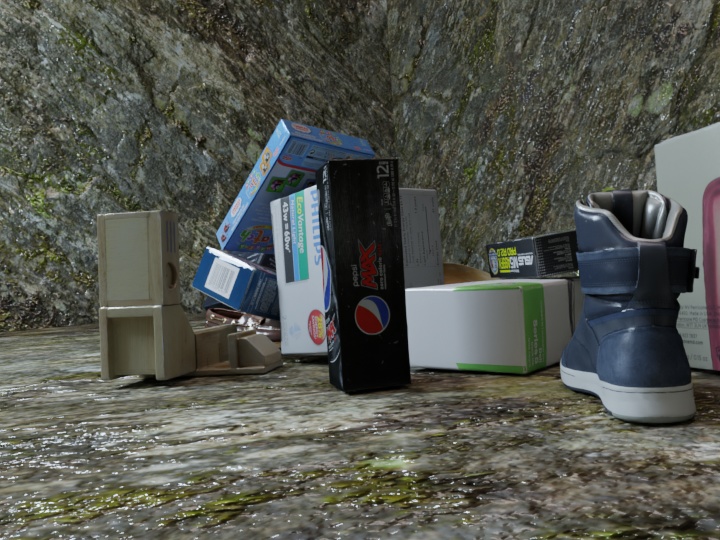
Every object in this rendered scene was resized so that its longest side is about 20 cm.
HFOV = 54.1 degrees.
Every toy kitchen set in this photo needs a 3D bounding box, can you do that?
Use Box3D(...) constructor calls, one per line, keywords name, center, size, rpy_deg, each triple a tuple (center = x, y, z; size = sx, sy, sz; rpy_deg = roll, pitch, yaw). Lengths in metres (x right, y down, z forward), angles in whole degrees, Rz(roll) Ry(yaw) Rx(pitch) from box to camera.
Box3D(name="toy kitchen set", center=(-0.184, 0.030, 0.836), size=(0.158, 0.186, 0.200), rpy_deg=(-3, -1, 12))

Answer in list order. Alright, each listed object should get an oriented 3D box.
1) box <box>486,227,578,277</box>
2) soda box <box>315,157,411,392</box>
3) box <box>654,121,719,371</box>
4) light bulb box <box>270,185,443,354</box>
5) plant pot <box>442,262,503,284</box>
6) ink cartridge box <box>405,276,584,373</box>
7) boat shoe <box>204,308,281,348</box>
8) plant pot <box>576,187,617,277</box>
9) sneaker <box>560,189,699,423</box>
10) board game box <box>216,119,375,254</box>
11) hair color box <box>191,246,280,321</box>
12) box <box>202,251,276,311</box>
Box3D(name="box", center=(0.263, -0.029, 0.822), size=(0.194, 0.046, 0.160), rpy_deg=(-10, 2, -9))
Box3D(name="soda box", center=(0.001, 0.003, 0.650), size=(0.069, 0.207, 0.063), rpy_deg=(-3, -1, -14))
Box3D(name="box", center=(0.342, -0.020, 0.602), size=(0.124, 0.207, 0.109), rpy_deg=(-4, -1, -12))
Box3D(name="light bulb box", center=(0.000, 0.000, 0.917), size=(0.196, 0.205, 0.123), rpy_deg=(-2, -5, -39))
Box3D(name="plant pot", center=(0.204, 0.046, 1.154), size=(0.195, 0.028, 0.201), rpy_deg=(20, 20, -7))
Box3D(name="ink cartridge box", center=(0.160, 0.054, 0.769), size=(0.143, 0.087, 0.197), rpy_deg=(-3, 0, 40))
Box3D(name="boat shoe", center=(-0.168, 0.088, 1.107), size=(0.195, 0.073, 0.070), rpy_deg=(-2, -4, 27))
Box3D(name="plant pot", center=(0.433, -0.003, 1.013), size=(0.187, 0.207, 0.200), rpy_deg=(8, 0, 3))
Box3D(name="sneaker", center=(0.189, 0.019, 0.523), size=(0.074, 0.151, 0.202), rpy_deg=(-5, -2, 3))
Box3D(name="board game box", center=(-0.090, -0.103, 0.963), size=(0.149, 0.037, 0.201), rpy_deg=(3, -46, -44))
Box3D(name="hair color box", center=(-0.131, 0.030, 0.996), size=(0.098, 0.062, 0.199), rpy_deg=(23, -1, 32))
Box3D(name="box", center=(-0.161, 0.000, 1.255), size=(0.123, 0.200, 0.198), rpy_deg=(35, -24, -23))
